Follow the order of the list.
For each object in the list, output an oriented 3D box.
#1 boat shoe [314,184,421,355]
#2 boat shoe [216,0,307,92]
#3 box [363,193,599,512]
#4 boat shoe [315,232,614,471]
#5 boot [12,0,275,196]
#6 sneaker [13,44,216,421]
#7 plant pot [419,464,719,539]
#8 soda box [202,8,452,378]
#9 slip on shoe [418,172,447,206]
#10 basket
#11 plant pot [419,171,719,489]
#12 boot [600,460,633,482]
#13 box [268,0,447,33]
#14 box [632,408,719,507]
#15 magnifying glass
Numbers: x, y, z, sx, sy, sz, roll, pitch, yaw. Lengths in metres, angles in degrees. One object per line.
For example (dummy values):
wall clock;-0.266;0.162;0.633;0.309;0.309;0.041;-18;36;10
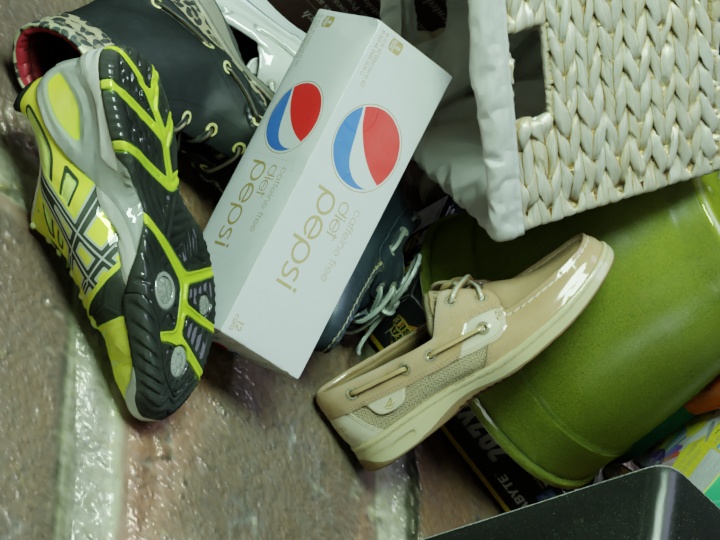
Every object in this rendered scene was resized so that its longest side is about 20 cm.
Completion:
boat shoe;0.000;0.000;1.448;0.062;0.075;0.200;40;23;-11
boat shoe;-0.062;-0.121;1.450;0.199;0.074;0.065;37;42;1
box;0.092;0.064;1.560;0.200;0.049;0.160;52;26;-15
boat shoe;0.063;0.037;1.387;0.065;0.200;0.071;51;2;-8
boot;-0.109;-0.079;1.346;0.205;0.073;0.154;58;32;-3
sneaker;-0.133;-0.017;1.250;0.075;0.076;0.202;-10;90;-63
plant pot;0.144;0.260;1.326;0.200;0.199;0.178;41;45;-31
soda box;-0.030;-0.045;1.323;0.068;0.063;0.201;33;80;-38
slip on shoe;0.134;-0.061;1.595;0.076;0.198;0.061;38;42;-62
basket;0.109;-0.154;1.404;0.200;0.159;0.200;-131;-149;-61
plant pot;0.173;0.008;1.491;0.200;0.192;0.201;40;33;-32
boot;0.174;0.192;1.557;0.075;0.108;0.200;34;3;1
box;0.019;-0.247;1.572;0.164;0.199;0.167;43;33;-28
box;0.247;0.108;1.530;0.048;0.117;0.200;41;0;-10
magnifying glass;0.217;0.089;1.556;0.022;0.200;0.080;40;69;-7
